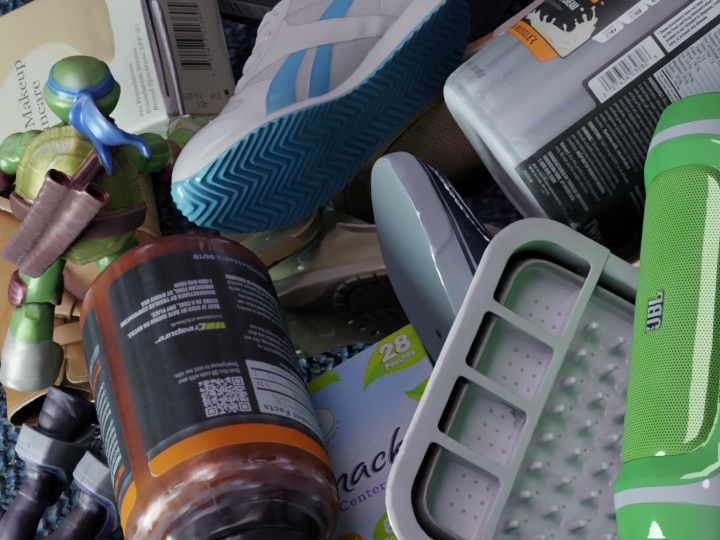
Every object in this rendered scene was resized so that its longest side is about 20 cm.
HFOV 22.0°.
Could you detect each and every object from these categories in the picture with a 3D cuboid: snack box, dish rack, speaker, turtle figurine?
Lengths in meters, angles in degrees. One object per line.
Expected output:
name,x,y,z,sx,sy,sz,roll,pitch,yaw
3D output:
snack box,-0.002,0.151,0.930,0.168,0.068,0.201,-31,48,8
dish rack,0.116,0.090,0.858,0.199,0.044,0.173,28,70,-8
speaker,0.160,0.028,0.818,0.088,0.088,0.202,-1,71,28
turtle figurine,-0.152,-0.043,1.022,0.143,0.196,0.200,-15,31,-33

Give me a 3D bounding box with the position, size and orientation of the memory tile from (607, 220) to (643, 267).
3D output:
memory tile,0.191,-0.030,0.981,0.152,0.017,0.201,8,63,32

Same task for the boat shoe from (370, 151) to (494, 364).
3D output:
boat shoe,0.082,0.021,0.928,0.090,0.071,0.202,-23,80,-20

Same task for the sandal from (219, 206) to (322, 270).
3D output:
sandal,-0.063,-0.055,1.068,0.080,0.054,0.200,-35,20,9

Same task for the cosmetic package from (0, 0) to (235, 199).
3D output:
cosmetic package,-0.177,-0.115,1.146,0.199,0.071,0.106,-18,83,36

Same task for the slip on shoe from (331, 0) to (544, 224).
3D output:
slip on shoe,0.073,-0.086,1.049,0.199,0.076,0.061,-33,45,-5

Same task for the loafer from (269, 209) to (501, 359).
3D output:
loafer,0.000,0.000,1.024,0.198,0.076,0.069,-10,51,26

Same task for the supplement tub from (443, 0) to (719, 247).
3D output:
supplement tub,0.153,-0.108,0.963,0.199,0.123,0.123,-37,49,0

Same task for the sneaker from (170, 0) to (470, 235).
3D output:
sneaker,-0.031,-0.094,0.993,0.080,0.077,0.200,32,58,30

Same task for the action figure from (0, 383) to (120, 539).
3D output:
action figure,-0.188,0.168,1.023,0.130,0.069,0.201,29,79,31

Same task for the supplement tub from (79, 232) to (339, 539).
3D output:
supplement tub,-0.072,0.085,0.900,0.106,0.107,0.201,-27,48,9

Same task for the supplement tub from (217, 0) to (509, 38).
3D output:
supplement tub,-0.006,-0.192,1.127,0.199,0.107,0.108,15,67,35

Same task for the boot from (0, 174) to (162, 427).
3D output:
boot,-0.210,0.027,1.126,0.198,0.074,0.156,-18,56,20
